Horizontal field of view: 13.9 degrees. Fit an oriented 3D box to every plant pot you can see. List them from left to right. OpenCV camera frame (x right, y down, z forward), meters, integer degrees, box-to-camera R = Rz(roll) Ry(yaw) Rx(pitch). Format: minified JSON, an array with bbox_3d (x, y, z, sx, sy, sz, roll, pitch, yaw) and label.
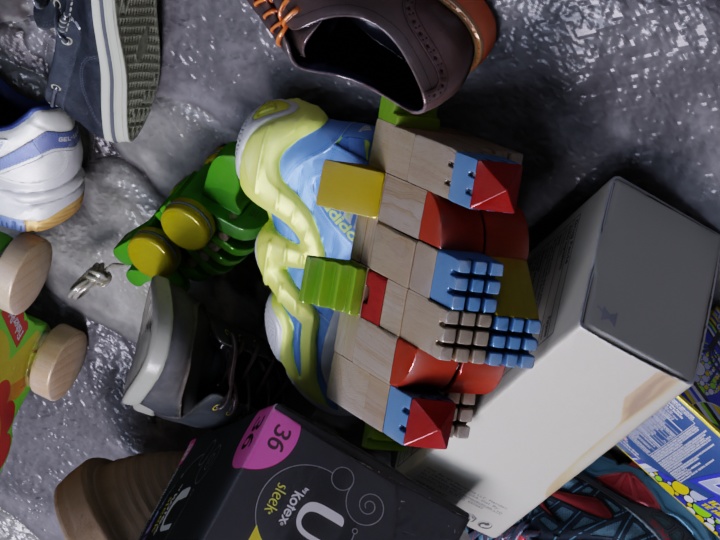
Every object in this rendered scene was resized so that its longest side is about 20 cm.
[{"bbox_3d":[-0.086,0.175,1.793,0.093,0.201,0.201,-42,101,8],"label":"plant pot"}]

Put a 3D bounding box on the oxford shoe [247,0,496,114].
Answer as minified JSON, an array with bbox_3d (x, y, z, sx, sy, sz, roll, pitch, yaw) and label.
[{"bbox_3d":[-0.030,-0.149,1.491,0.200,0.073,0.071,30,139,9],"label":"oxford shoe"}]

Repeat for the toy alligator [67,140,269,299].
[{"bbox_3d":[-0.100,-0.013,1.681,0.054,0.059,0.200,43,140,-7],"label":"toy alligator"}]

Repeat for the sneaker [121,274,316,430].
[{"bbox_3d":[-0.074,0.054,1.671,0.106,0.075,0.200,14,174,0],"label":"sneaker"}]

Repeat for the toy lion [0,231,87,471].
[{"bbox_3d":[-0.243,0.085,1.755,0.069,0.192,0.200,23,157,15],"label":"toy lion"}]

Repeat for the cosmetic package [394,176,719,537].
[{"bbox_3d":[0.101,0.049,1.554,0.071,0.105,0.200,28,143,-15],"label":"cosmetic package"}]

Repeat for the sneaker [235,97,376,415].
[{"bbox_3d":[0.000,0.000,1.609,0.105,0.076,0.200,5,129,32],"label":"sneaker"}]

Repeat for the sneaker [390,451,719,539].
[{"bbox_3d":[0.099,0.140,1.654,0.200,0.096,0.079,18,136,21],"label":"sneaker"}]

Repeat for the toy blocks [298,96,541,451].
[{"bbox_3d":[0.043,0.010,1.499,0.137,0.100,0.200,-152,70,-64],"label":"toy blocks"}]

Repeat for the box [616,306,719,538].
[{"bbox_3d":[0.229,0.117,1.559,0.200,0.070,0.064,42,141,-6],"label":"box"}]

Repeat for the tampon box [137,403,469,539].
[{"bbox_3d":[-0.052,0.175,1.612,0.126,0.150,0.200,30,164,-9],"label":"tampon box"}]

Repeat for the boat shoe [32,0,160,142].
[{"bbox_3d":[-0.143,-0.148,1.574,0.062,0.075,0.200,19,142,11],"label":"boat shoe"}]

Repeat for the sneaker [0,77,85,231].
[{"bbox_3d":[-0.248,-0.093,1.715,0.200,0.075,0.088,15,124,15],"label":"sneaker"}]
